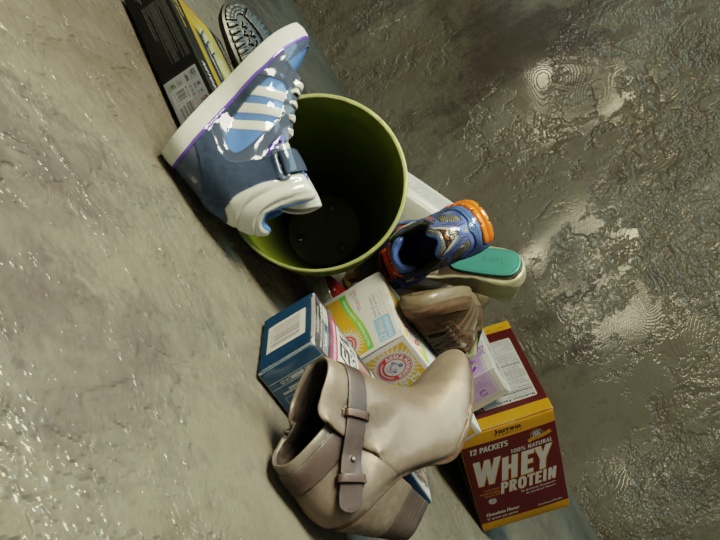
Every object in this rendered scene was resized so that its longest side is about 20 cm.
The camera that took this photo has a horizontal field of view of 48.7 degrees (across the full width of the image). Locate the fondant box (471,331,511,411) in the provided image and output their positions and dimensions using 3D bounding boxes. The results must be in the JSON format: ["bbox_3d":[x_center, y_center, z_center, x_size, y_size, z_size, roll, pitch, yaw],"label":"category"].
[{"bbox_3d":[0.109,0.123,1.115,0.058,0.144,0.201,54,11,-32],"label":"fondant box"}]

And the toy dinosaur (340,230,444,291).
[{"bbox_3d":[0.000,0.000,1.020,0.199,0.101,0.058,35,32,6],"label":"toy dinosaur"}]

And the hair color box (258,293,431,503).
[{"bbox_3d":[-0.012,0.129,0.736,0.201,0.060,0.100,56,11,-22],"label":"hair color box"}]

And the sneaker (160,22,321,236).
[{"bbox_3d":[-0.079,-0.127,0.777,0.146,0.200,0.081,43,-21,-9],"label":"sneaker"}]

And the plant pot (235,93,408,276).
[{"bbox_3d":[-0.043,-0.070,0.896,0.188,0.186,0.200,61,-5,11],"label":"plant pot"}]

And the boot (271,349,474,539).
[{"bbox_3d":[0.014,0.115,0.643,0.146,0.070,0.201,43,52,-28],"label":"boot"}]

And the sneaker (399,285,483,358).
[{"bbox_3d":[0.102,0.062,0.891,0.200,0.070,0.076,12,68,-65],"label":"sneaker"}]

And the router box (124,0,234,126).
[{"bbox_3d":[-0.185,-0.223,0.935,0.201,0.052,0.157,63,9,21],"label":"router box"}]

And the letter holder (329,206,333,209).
[{"bbox_3d":[-0.052,-0.158,1.145,0.101,0.142,0.201,46,17,-53],"label":"letter holder"}]

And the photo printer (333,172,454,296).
[{"bbox_3d":[0.055,-0.016,1.067,0.166,0.201,0.069,35,31,11],"label":"photo printer"}]

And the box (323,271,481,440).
[{"bbox_3d":[0.038,0.118,0.900,0.200,0.101,0.113,52,12,-37],"label":"box"}]

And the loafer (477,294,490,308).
[{"bbox_3d":[0.104,0.009,1.137,0.199,0.076,0.067,16,-22,49],"label":"loafer"}]

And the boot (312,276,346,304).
[{"bbox_3d":[0.041,0.051,0.993,0.200,0.144,0.073,50,15,-37],"label":"boot"}]

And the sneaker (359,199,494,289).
[{"bbox_3d":[0.053,-0.022,0.878,0.078,0.200,0.076,-22,84,-38],"label":"sneaker"}]

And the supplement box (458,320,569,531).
[{"bbox_3d":[0.198,0.224,1.164,0.200,0.132,0.198,-105,178,-57],"label":"supplement box"}]

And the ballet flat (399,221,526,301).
[{"bbox_3d":[0.102,-0.007,0.972,0.199,0.070,0.069,16,-2,16],"label":"ballet flat"}]

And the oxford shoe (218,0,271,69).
[{"bbox_3d":[-0.148,-0.262,1.073,0.084,0.073,0.201,7,-50,43],"label":"oxford shoe"}]

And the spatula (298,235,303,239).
[{"bbox_3d":[-0.119,-0.126,1.065,0.056,0.020,0.201,4,58,-57],"label":"spatula"}]
